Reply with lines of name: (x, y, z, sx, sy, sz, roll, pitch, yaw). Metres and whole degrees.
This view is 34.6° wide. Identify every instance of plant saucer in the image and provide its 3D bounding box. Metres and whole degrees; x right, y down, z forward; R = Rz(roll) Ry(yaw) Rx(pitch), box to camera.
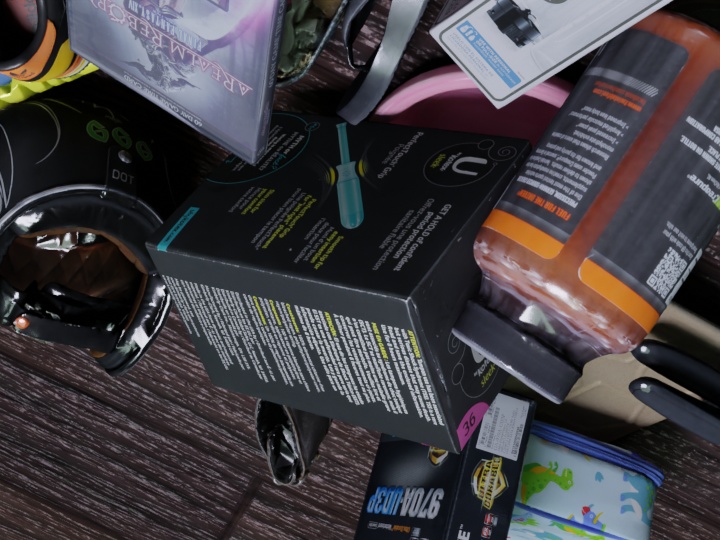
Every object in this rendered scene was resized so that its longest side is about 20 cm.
plant saucer: (0.097, -0.061, 0.785, 0.200, 0.051, 0.201, 13, 136, 12)

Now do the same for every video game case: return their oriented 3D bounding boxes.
video game case: (-0.103, -0.158, 0.625, 0.143, 0.019, 0.200, 33, 146, 11)

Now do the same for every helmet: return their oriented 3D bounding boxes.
helmet: (-0.225, -0.028, 0.854, 0.199, 0.191, 0.201, -10, 120, -19)

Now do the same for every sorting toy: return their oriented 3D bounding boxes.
sorting toy: (0.180, 0.068, 0.850, 0.200, 0.037, 0.185, 21, 143, -33)

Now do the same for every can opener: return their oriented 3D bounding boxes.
can opener: (0.252, 0.099, 0.805, 0.200, 0.064, 0.079, 23, 142, -39)

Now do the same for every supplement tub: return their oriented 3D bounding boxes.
supplement tub: (0.131, -0.031, 0.612, 0.107, 0.200, 0.107, 34, 180, 0)

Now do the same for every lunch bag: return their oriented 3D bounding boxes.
lunch bag: (0.136, 0.178, 0.932, 0.160, 0.083, 0.200, 21, 160, -12)

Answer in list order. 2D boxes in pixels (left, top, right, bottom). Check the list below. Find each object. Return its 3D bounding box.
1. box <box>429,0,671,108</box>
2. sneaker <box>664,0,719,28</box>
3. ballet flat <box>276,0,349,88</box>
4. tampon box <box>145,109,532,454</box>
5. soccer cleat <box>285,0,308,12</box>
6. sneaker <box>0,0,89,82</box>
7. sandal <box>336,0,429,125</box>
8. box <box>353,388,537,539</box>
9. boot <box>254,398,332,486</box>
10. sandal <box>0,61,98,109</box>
box: (0.139, -0.180, 0.603, 0.060, 0.117, 0.200, 45, 132, -17)
sneaker: (0.250, -0.083, 0.668, 0.200, 0.090, 0.067, 35, 137, -11)
ballet flat: (-0.025, -0.187, 0.702, 0.074, 0.074, 0.200, 25, 136, -2)
tampon box: (0.000, 0.000, 0.725, 0.200, 0.150, 0.126, 12, 137, 35)
soccer cleat: (-0.049, -0.181, 0.625, 0.200, 0.070, 0.086, -20, 103, 45)
sneaker: (-0.217, -0.212, 0.701, 0.070, 0.090, 0.201, -11, 103, 12)
sandal: (0.026, -0.178, 0.690, 0.043, 0.076, 0.200, 25, 126, -3)
box: (0.051, 0.168, 0.835, 0.046, 0.159, 0.200, 18, 166, -13)
boot: (-0.026, 0.089, 0.882, 0.069, 0.174, 0.200, 12, 144, 21)
sandal: (-0.243, -0.166, 0.819, 0.200, 0.080, 0.087, -17, 111, 29)
